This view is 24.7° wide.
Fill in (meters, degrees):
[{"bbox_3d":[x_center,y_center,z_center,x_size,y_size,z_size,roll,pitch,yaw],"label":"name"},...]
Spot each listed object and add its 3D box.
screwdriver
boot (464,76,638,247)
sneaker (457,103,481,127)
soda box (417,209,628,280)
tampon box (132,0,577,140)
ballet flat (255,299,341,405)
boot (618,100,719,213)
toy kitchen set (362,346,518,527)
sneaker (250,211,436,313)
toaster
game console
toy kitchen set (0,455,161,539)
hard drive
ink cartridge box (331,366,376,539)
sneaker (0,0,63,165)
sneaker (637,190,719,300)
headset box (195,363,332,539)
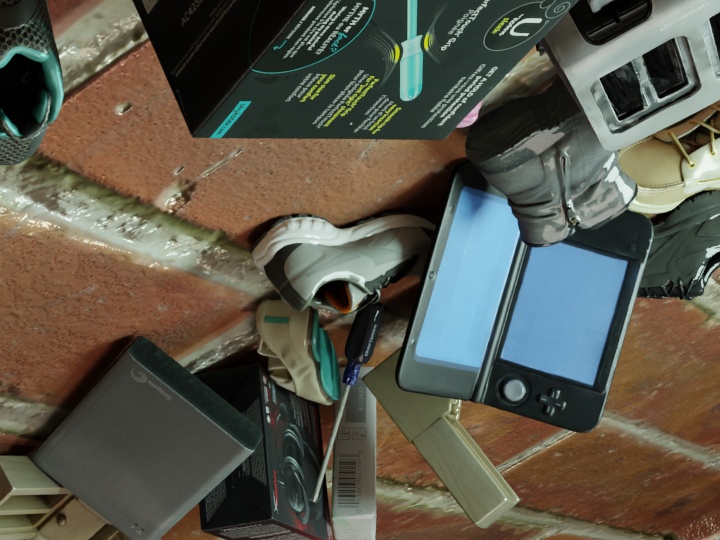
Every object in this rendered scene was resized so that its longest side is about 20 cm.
[{"bbox_3d":[-0.017,0.123,1.545,0.029,0.028,0.201,16,93,-73],"label":"screwdriver"},{"bbox_3d":[0.194,-0.102,1.314,0.200,0.070,0.132,-22,135,23],"label":"boot"},{"bbox_3d":[0.042,-0.155,1.102,0.095,0.079,0.200,-7,153,-12],"label":"sneaker"},{"bbox_3d":[0.152,-0.021,1.500,0.200,0.068,0.063,-28,158,8],"label":"soda box"},{"bbox_3d":[-0.005,-0.166,0.943,0.200,0.127,0.150,-4,151,-42],"label":"tampon box"},{"bbox_3d":[-0.060,0.075,1.520,0.069,0.070,0.200,-23,156,-4],"label":"ballet flat"},{"bbox_3d":[0.312,-0.126,1.430,0.200,0.072,0.155,-14,157,-36],"label":"boot"},{"bbox_3d":[0.143,0.118,1.603,0.200,0.181,0.163,-39,164,2],"label":"toy kitchen set"},{"bbox_3d":[0.000,0.000,1.381,0.200,0.079,0.074,-6,149,-41],"label":"sneaker"},{"bbox_3d":[0.203,-0.188,1.119,0.180,0.119,0.200,-27,158,8],"label":"toaster"},{"bbox_3d":[0.143,0.027,1.403,0.175,0.201,0.116,17,-177,9],"label":"game console"},{"bbox_3d":[-0.293,0.302,1.546,0.163,0.200,0.180,-42,158,17],"label":"toy kitchen set"},{"bbox_3d":[-0.193,0.156,1.471,0.200,0.139,0.033,-45,-171,40],"label":"hard drive"},{"bbox_3d":[-0.005,0.210,1.728,0.050,0.161,0.200,1,155,-1],"label":"ink cartridge box"},{"bbox_3d":[-0.204,-0.103,0.928,0.077,0.091,0.200,-17,157,-14],"label":"sneaker"},{"bbox_3d":[0.301,-0.004,1.663,0.200,0.091,0.076,-26,160,8],"label":"sneaker"},{"bbox_3d":[-0.091,0.189,1.596,0.077,0.149,0.200,-11,160,15],"label":"headset box"}]
